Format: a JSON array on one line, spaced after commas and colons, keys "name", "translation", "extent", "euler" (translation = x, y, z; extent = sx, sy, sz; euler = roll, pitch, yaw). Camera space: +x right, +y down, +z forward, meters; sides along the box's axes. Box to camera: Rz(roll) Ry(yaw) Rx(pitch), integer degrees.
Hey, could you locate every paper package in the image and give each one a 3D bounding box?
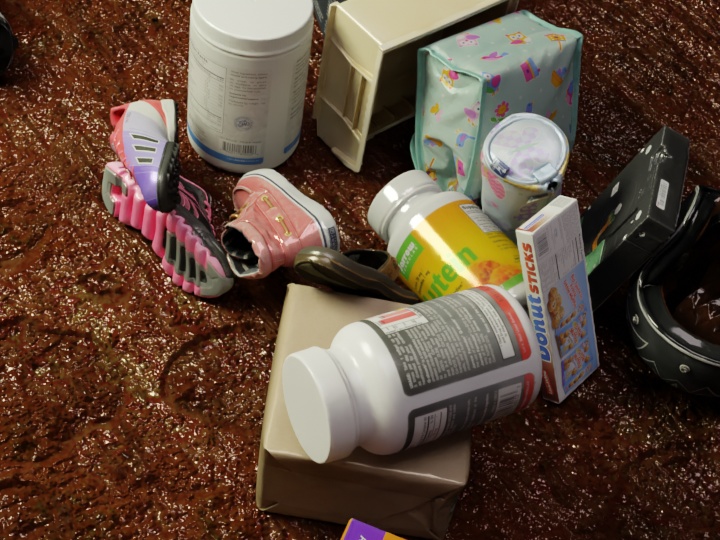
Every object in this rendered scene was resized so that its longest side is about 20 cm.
[{"name": "paper package", "translation": [0.007, 0.128, 1.199], "extent": [0.191, 0.103, 0.200], "euler": [9, 48, -2]}]

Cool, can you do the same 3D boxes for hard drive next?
[{"name": "hard drive", "translation": [0.262, -0.038, 1.322], "extent": [0.038, 0.200, 0.140], "euler": [29, 48, -8]}]

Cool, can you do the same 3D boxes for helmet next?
[{"name": "helmet", "translation": [0.359, 0.029, 1.289], "extent": [0.200, 0.191, 0.200], "euler": [22, 15, -6]}]

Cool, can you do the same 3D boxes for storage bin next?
[{"name": "storage bin", "translation": [0.057, -0.231, 1.451], "extent": [0.200, 0.199, 0.094], "euler": [-29, 61, -29]}]

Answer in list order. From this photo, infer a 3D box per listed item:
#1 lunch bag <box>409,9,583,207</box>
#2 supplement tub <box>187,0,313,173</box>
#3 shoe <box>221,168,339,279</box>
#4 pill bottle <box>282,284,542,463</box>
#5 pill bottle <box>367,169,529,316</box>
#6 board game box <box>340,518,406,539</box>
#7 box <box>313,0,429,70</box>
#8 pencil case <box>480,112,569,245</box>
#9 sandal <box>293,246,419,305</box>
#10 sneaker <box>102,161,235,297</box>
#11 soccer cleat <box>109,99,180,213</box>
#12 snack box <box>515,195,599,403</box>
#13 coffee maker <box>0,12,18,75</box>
[{"name": "lunch bag", "translation": [0.147, -0.163, 1.415], "extent": [0.170, 0.200, 0.122], "euler": [-27, 45, -32]}, {"name": "supplement tub", "translation": [-0.122, -0.216, 1.405], "extent": [0.132, 0.200, 0.132], "euler": [5, 49, -6]}, {"name": "shoe", "translation": [-0.107, -0.049, 1.311], "extent": [0.091, 0.072, 0.200], "euler": [-17, 26, -25]}, {"name": "pill bottle", "translation": [0.043, 0.089, 1.095], "extent": [0.200, 0.116, 0.116], "euler": [-15, 54, -23]}, {"name": "pill bottle", "translation": [0.098, -0.010, 1.327], "extent": [0.111, 0.111, 0.200], "euler": [-25, 58, -28]}, {"name": "board game box", "translation": [0.037, 0.346, 0.953], "extent": [0.200, 0.200, 0.200], "euler": [20, 50, 8]}, {"name": "box", "translation": [0.014, -0.356, 1.561], "extent": [0.104, 0.182, 0.200], "euler": [-6, 52, -15]}, {"name": "pencil case", "translation": [0.171, -0.080, 1.339], "extent": [0.091, 0.200, 0.083], "euler": [42, 75, 19]}, {"name": "sandal", "translation": [0.000, 0.000, 1.256], "extent": [0.082, 0.200, 0.055], "euler": [3, 76, 30]}, {"name": "sneaker", "translation": [-0.183, -0.055, 1.349], "extent": [0.095, 0.079, 0.200], "euler": [-22, 57, -40]}, {"name": "soccer cleat", "translation": [-0.220, -0.117, 1.312], "extent": [0.073, 0.068, 0.200], "euler": [0, 32, -9]}, {"name": "snack box", "translation": [0.194, 0.030, 1.258], "extent": [0.024, 0.200, 0.072], "euler": [17, 42, 41]}, {"name": "coffee maker", "translation": [-0.510, -0.292, 1.469], "extent": [0.192, 0.135, 0.200], "euler": [-28, 56, -2]}]
